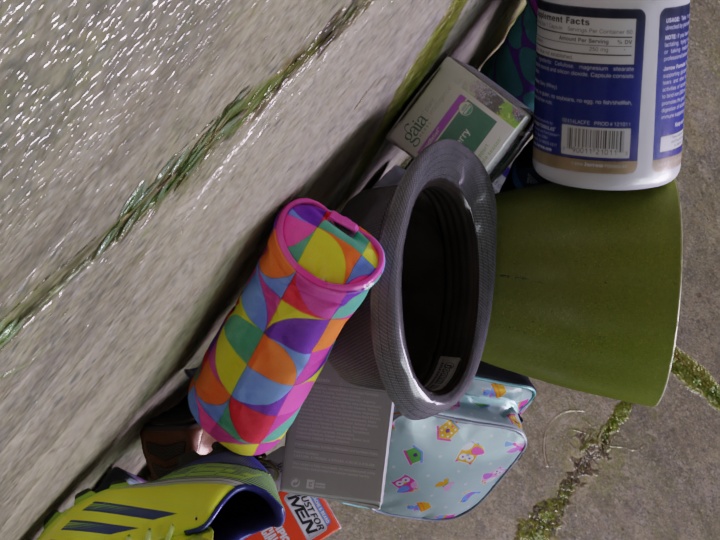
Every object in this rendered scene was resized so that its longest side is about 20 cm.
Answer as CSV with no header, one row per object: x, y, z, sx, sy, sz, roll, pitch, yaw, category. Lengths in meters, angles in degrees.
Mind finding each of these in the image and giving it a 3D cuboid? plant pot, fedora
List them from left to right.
0.026,0.007,1.276,0.177,0.090,0.201,19,74,-60,fedora
0.140,0.007,1.405,0.187,0.199,0.188,4,90,-90,plant pot

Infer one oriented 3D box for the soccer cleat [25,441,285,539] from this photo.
-0.142,0.182,1.204,0.200,0.084,0.065,-23,138,-29,soccer cleat

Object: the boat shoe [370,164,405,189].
0.000,0.000,1.524,0.200,0.067,0.074,-55,174,30,boat shoe

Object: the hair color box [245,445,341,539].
-0.127,0.239,1.540,0.200,0.064,0.111,-32,-166,-9,hair color box

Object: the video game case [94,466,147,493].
-0.192,0.231,1.378,0.143,0.019,0.200,-51,156,-3,video game case

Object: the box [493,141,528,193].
0.109,-0.023,1.677,0.200,0.184,0.105,-54,173,29,box

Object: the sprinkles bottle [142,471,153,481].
-0.100,0.121,1.490,0.200,0.068,0.068,-51,175,5,sprinkles bottle

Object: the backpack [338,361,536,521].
0.050,0.141,1.605,0.200,0.175,0.154,124,-33,-44,backpack

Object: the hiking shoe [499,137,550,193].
0.165,-0.082,1.543,0.087,0.074,0.200,-43,164,8,hiking shoe

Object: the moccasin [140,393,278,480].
-0.103,0.130,1.358,0.201,0.073,0.078,-37,122,-73,moccasin

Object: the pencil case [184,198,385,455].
-0.054,0.041,1.207,0.088,0.088,0.200,-46,172,-46,pencil case

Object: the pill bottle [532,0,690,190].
0.191,-0.169,1.339,0.116,0.115,0.201,-40,133,-67,pill bottle

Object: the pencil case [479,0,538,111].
0.158,-0.189,1.497,0.085,0.093,0.200,-15,165,-14,pencil case

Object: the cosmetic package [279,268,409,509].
-0.011,0.078,1.383,0.107,0.090,0.201,71,29,-87,cosmetic package

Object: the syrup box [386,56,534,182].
0.087,-0.114,1.413,0.079,0.081,0.200,-53,176,9,syrup box
